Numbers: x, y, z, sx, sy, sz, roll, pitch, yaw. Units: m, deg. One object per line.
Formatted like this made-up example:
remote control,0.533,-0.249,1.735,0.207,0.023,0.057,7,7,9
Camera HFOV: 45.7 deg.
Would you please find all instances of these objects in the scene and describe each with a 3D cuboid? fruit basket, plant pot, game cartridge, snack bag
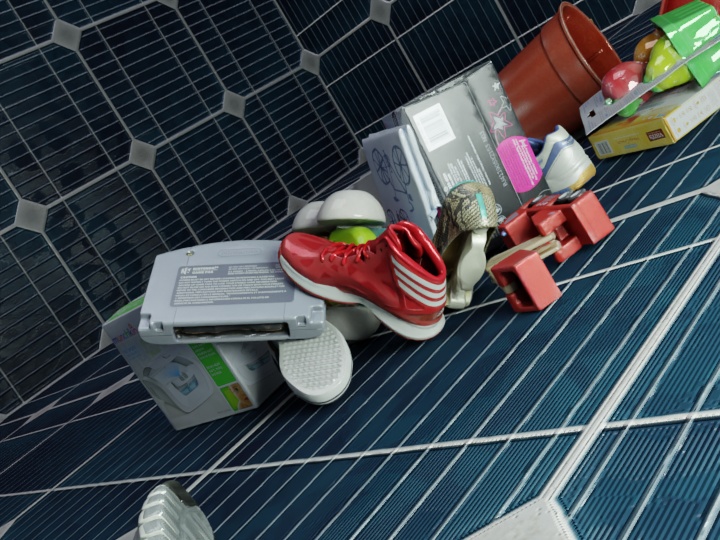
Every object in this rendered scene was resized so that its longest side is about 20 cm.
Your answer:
fruit basket,0.365,-0.244,1.071,0.200,0.094,0.185,-42,8,22
plant pot,0.318,-0.301,1.422,0.195,0.201,0.201,-35,6,34
game cartridge,-0.135,0.021,0.942,0.198,0.042,0.134,-2,38,3
snack bag,0.062,-0.079,1.065,0.021,0.202,0.188,-22,9,-12

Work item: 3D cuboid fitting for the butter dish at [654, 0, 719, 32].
butter dish,0.566,-0.412,1.317,0.199,0.148,0.200,-36,-30,-16

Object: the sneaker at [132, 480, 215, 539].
sneaker,-0.172,0.230,0.614,0.115,0.075,0.200,-34,10,1

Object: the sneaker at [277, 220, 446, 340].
sneaker,0.005,-0.020,0.873,0.078,0.199,0.116,-49,-24,-44

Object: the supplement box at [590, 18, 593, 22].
supplement box,0.469,-0.468,1.909,0.103,0.132,0.200,-32,9,0

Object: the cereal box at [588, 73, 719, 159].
cereal box,0.409,-0.216,1.100,0.199,0.040,0.144,-36,12,-21

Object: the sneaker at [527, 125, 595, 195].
sneaker,0.223,-0.136,1.151,0.075,0.089,0.199,-41,11,-35

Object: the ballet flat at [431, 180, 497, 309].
ballet flat,0.099,-0.006,0.882,0.067,0.076,0.201,-6,-32,-12

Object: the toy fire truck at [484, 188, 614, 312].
toy fire truck,0.173,-0.022,0.855,0.141,0.049,0.200,-36,9,-10

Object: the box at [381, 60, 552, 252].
box,0.131,-0.132,1.059,0.131,0.201,0.115,-28,8,-9

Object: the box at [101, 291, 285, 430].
box,-0.205,0.093,1.092,0.199,0.177,0.097,-21,16,45

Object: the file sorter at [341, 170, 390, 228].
file sorter,0.062,-0.108,1.381,0.199,0.139,0.124,-35,7,-16

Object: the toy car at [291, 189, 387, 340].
toy car,0.000,0.000,1.064,0.149,0.177,0.200,4,-7,-24

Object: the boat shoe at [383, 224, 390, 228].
boat shoe,0.071,-0.041,1.230,0.199,0.073,0.068,-25,5,2

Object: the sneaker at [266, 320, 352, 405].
sneaker,-0.054,0.095,0.938,0.078,0.080,0.200,-30,34,-7
